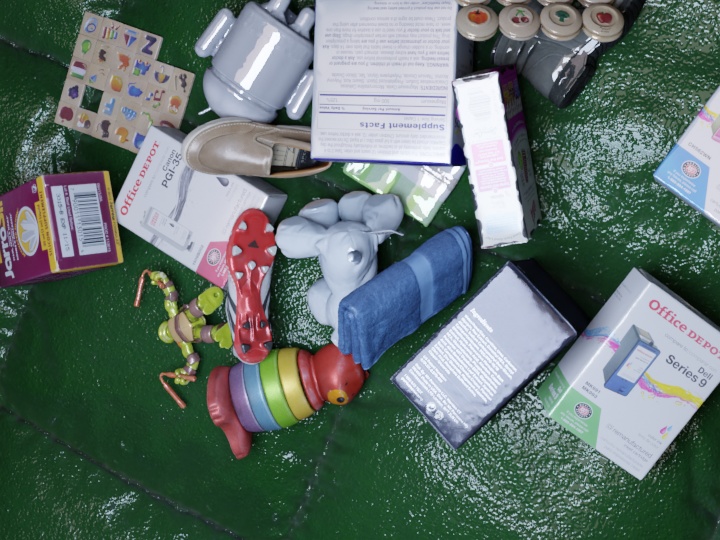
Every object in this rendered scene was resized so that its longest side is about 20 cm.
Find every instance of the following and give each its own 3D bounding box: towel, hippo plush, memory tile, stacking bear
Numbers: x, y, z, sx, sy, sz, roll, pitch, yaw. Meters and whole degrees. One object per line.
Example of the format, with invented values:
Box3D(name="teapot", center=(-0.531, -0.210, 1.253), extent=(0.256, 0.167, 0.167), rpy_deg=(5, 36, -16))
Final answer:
Box3D(name="towel", center=(0.080, -0.179, 1.398), extent=(0.149, 0.031, 0.201), rpy_deg=(34, 101, 15))
Box3D(name="hippo plush", center=(0.000, 0.000, 1.383), extent=(0.199, 0.159, 0.162), rpy_deg=(19, 130, 49))
Box3D(name="towel", center=(0.060, 0.031, 1.322), extent=(0.199, 0.112, 0.048), rpy_deg=(-33, 53, -25))
Box3D(name="memory tile", center=(0.204, -0.331, 1.261), extent=(0.198, 0.017, 0.155), rpy_deg=(-1, 59, -3))
Box3D(name="stacking bear", center=(-0.090, 0.154, 1.424), extent=(0.198, 0.122, 0.114), rpy_deg=(-17, 42, 8))

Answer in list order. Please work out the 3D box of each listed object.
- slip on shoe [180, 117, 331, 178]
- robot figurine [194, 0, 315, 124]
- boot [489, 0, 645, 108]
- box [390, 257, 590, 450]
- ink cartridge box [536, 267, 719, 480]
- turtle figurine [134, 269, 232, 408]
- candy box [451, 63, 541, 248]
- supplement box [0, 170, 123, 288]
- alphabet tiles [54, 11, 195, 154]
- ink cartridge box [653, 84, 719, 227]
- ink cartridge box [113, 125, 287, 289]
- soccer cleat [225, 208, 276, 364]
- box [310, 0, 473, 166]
Box3D(name="slip on shoe", center=(-0.131, -0.151, 1.391), extent=(0.061, 0.198, 0.077), rpy_deg=(55, 137, 49))
Box3D(name="robot figurine", center=(-0.134, -0.273, 1.419), extent=(0.169, 0.113, 0.201), rpy_deg=(32, 102, -6))
Box3D(name="boot", center=(0.255, -0.312, 1.322), extent=(0.130, 0.068, 0.201), rpy_deg=(41, 102, 18))
Box3D(name="box", center=(0.162, 0.094, 1.292), extent=(0.118, 0.196, 0.200), rpy_deg=(46, 104, 10))
Box3D(name="ink cartridge box", center=(0.330, 0.121, 1.277), extent=(0.145, 0.088, 0.201), rpy_deg=(35, 99, -7))
Box3D(name="turtle figurine", center=(-0.232, 0.085, 1.476), extent=(0.160, 0.064, 0.202), rpy_deg=(-14, 89, 47))
Box3D(name="candy box", center=(0.167, -0.141, 1.296), extent=(0.060, 0.136, 0.202), rpy_deg=(-9, 101, 19))
Box3D(name="supplement box", center=(-0.426, -0.055, 1.484), extent=(0.199, 0.103, 0.132), rpy_deg=(-12, 88, 49))
Box3D(name="alphabet tiles", center=(-0.336, -0.263, 1.541), extent=(0.198, 0.008, 0.169), rpy_deg=(21, 98, 16))
Box3D(name="ink cartridge box", center=(0.458, -0.149, 1.248), extent=(0.144, 0.085, 0.201), rpy_deg=(38, 101, 13))
Box3D(name="ink cartridge box", center=(-0.223, -0.087, 1.468), extent=(0.199, 0.083, 0.148), rpy_deg=(30, 101, 12))
Box3D(name="soccer cleat", center=(-0.147, 0.021, 1.396), extent=(0.068, 0.085, 0.203), rpy_deg=(-1, 86, -23))
Box3D(name="box", center=(0.041, -0.233, 1.340), extent=(0.182, 0.105, 0.202), rpy_deg=(4, 95, 17))
